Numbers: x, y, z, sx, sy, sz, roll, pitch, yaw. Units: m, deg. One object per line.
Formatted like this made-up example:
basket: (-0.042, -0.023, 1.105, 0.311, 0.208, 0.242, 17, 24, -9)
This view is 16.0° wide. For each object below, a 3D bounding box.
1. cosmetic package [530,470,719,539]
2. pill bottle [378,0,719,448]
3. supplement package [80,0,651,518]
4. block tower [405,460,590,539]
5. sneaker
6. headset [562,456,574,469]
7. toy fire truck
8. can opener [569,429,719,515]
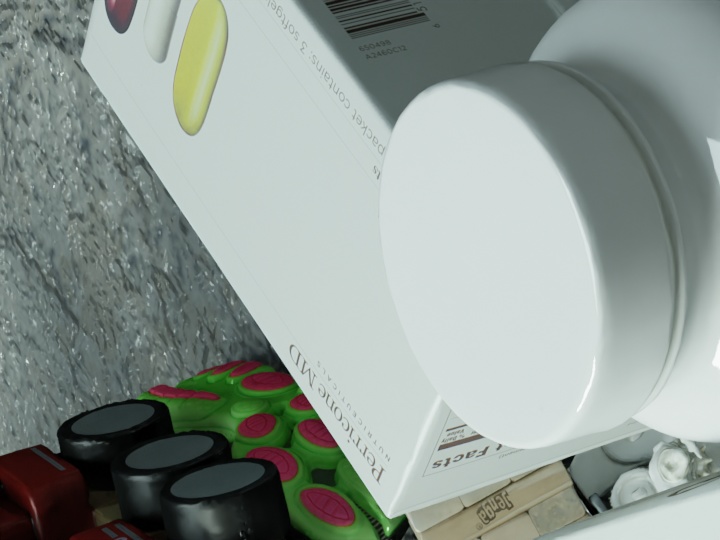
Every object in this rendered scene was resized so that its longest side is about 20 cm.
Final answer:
cosmetic package: (0.164, 0.130, 0.629, 0.165, 0.165, 0.200, -30, 77, 60)
pill bottle: (0.109, -0.023, 0.616, 0.112, 0.200, 0.113, 33, 130, 49)
supplement package: (0.034, -0.052, 0.772, 0.200, 0.156, 0.111, 54, 144, 30)
block tower: (0.063, 0.114, 0.842, 0.200, 0.054, 0.058, 62, 179, -4)
sneaker: (-0.027, 0.089, 1.032, 0.200, 0.077, 0.084, 18, 126, 66)
headset: (0.000, 0.000, 0.913, 0.200, 0.094, 0.124, 61, 147, 10)
toy fire truck: (-0.131, 0.148, 0.952, 0.176, 0.200, 0.129, 20, 124, 63)
can opener: (0.135, 0.118, 0.799, 0.200, 0.053, 0.066, 54, 179, 34)
